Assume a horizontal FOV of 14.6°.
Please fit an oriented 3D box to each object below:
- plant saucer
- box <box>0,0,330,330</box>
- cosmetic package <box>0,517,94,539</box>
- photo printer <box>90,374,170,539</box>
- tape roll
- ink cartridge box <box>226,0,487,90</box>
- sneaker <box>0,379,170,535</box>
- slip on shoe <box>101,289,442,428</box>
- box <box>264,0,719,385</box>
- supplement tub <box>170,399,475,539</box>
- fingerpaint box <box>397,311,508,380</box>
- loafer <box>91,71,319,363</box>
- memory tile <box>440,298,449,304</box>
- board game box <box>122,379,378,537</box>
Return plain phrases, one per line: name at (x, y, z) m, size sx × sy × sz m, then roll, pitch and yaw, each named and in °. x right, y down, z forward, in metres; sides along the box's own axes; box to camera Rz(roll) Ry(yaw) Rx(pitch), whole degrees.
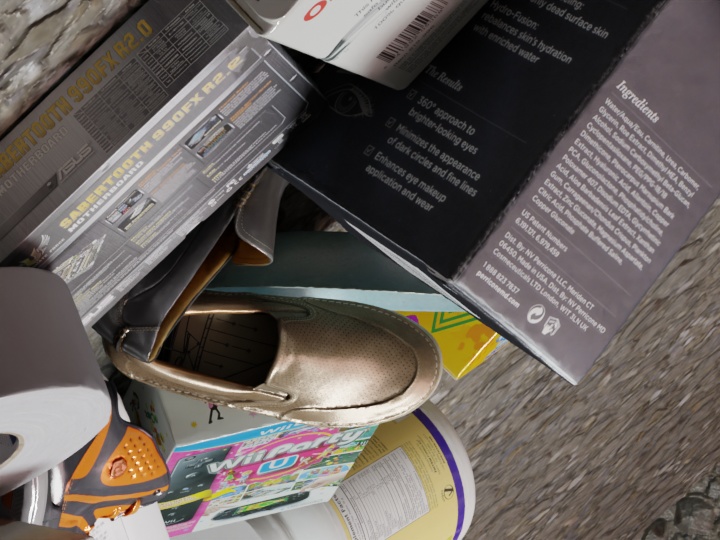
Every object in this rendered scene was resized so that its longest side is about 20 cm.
plant saucer at (0.000, 0.000, 1.676) m, size 0.201 × 0.201 × 0.039 m, roll 11°, pitch 81°, yaw -70°
box at (-0.119, -0.051, 1.405) m, size 0.200 × 0.048 × 0.158 m, roll -44°, pitch 163°, yaw 3°
cosmetic package at (-0.231, 0.177, 1.441) m, size 0.103 × 0.200 × 0.087 m, roll -29°, pitch 116°, yaw -46°
photo printer at (-0.197, 0.145, 1.614) m, size 0.166 × 0.069 × 0.200 m, roll -37°, pitch 146°, yaw -18°
tape roll at (-0.221, 0.072, 1.343) m, size 0.200 × 0.066 × 0.200 m, roll -22°, pitch 166°, yaw -6°
ink cartridge box at (0.011, -0.175, 1.338) m, size 0.147 × 0.083 × 0.200 m, roll -46°, pitch 164°, yaw 10°
sneaker at (-0.160, 0.144, 1.521) m, size 0.112 × 0.078 × 0.200 m, roll -20°, pitch 140°, yaw -40°
slip on shoe at (-0.047, 0.047, 1.604) m, size 0.061 × 0.200 × 0.076 m, roll -171°, pitch -87°, yaw -77°
box at (0.085, -0.079, 1.453) m, size 0.117 × 0.197 × 0.200 m, roll 38°, pitch 89°, yaw -38°
supplement tub at (-0.029, 0.177, 2.019) m, size 0.200 × 0.145 × 0.145 m, roll -28°, pitch 158°, yaw -41°
fingerpaint box at (0.123, -0.023, 1.945) m, size 0.167 × 0.073 × 0.200 m, roll -49°, pitch 173°, yaw 20°
loafer at (-0.071, -0.029, 1.531) m, size 0.200 × 0.072 × 0.073 m, roll -41°, pitch 163°, yaw -8°
memory tile at (0.107, -0.072, 1.797) m, size 0.200 × 0.017 × 0.153 m, roll -48°, pitch -161°, yaw 21°
board game box at (-0.074, 0.099, 1.735) m, size 0.147 × 0.064 × 0.200 m, roll -12°, pitch 159°, yaw -19°
